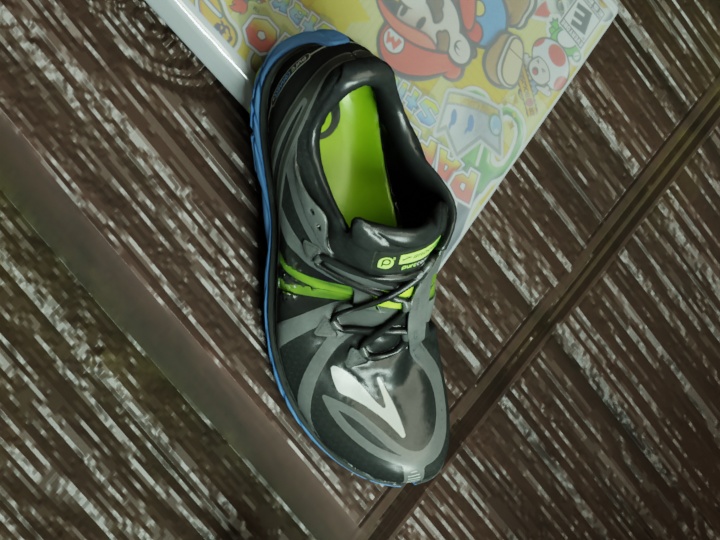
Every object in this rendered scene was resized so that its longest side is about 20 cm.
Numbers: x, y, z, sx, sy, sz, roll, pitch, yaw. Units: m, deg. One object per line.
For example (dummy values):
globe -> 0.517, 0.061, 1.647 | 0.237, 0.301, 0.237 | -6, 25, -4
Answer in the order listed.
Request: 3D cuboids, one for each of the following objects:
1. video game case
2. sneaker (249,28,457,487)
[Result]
video game case -> 0.011, -0.126, 1.045 | 0.200, 0.023, 0.182 | 47, 61, -22
sneaker -> 0.000, 0.000, 0.974 | 0.071, 0.083, 0.200 | -15, 105, -23
